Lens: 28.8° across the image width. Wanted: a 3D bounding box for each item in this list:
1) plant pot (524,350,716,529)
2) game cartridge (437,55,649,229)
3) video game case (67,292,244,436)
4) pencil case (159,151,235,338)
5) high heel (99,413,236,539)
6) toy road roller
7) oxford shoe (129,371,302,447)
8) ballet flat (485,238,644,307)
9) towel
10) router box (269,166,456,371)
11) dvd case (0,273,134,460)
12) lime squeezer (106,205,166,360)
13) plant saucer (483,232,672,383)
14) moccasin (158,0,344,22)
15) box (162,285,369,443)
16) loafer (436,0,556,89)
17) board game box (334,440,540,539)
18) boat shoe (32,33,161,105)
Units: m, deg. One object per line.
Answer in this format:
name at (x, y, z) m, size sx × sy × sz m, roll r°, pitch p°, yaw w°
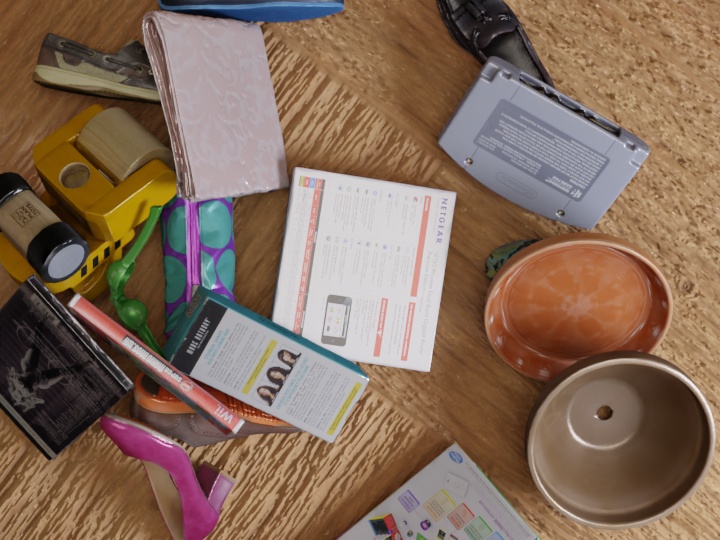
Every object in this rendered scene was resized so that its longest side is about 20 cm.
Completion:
plant pot at (0.271, 0.169, 1.508) m, size 0.201 × 0.093 × 0.201 m, roll -1°, pitch 110°, yaw -3°
game cartridge at (0.192, -0.131, 1.511) m, size 0.200 × 0.040 × 0.133 m, roll 29°, pitch 123°, yaw -6°
video game case at (-0.202, 0.097, 1.384) m, size 0.200 × 0.143 × 0.017 m, roll 37°, pitch 79°, yaw -2°
pencil case at (-0.173, -0.030, 1.487) m, size 0.085 × 0.092 × 0.200 m, roll -4°, pitch 89°, yaw -2°
high heel at (-0.215, 0.220, 1.455) m, size 0.067 × 0.200 × 0.096 m, roll 22°, pitch 76°, yaw 40°
toy road roller at (-0.284, -0.058, 1.453) m, size 0.200 × 0.146 × 0.123 m, roll -41°, pitch 64°, yaw -16°
oxford shoe at (-0.149, 0.153, 1.510) m, size 0.200 × 0.071 × 0.073 m, roll 10°, pitch 126°, yaw -13°
ballet flat at (0.239, 0.002, 1.533) m, size 0.200 × 0.074 × 0.074 m, roll 6°, pitch 89°, yaw -5°
towel at (-0.146, -0.169, 1.449) m, size 0.032 × 0.200 × 0.191 m, roll -10°, pitch 91°, yaw 26°
router box at (0.000, 0.000, 1.522) m, size 0.179 × 0.049 × 0.200 m, roll 9°, pitch 89°, yaw -5°
dvd case at (-0.326, 0.104, 1.439) m, size 0.149 × 0.200 × 0.016 m, roll 48°, pitch 45°, yaw -3°
lime squeezer at (-0.223, 0.027, 1.444) m, size 0.071 × 0.038 × 0.200 m, roll -4°, pitch 110°, yaw 2°
plant saucer at (0.232, 0.040, 1.503) m, size 0.200 × 0.032 × 0.200 m, roll 1°, pitch 128°, yaw 1°
moccasin at (-0.117, -0.307, 1.502) m, size 0.200 × 0.080 × 0.068 m, roll 1°, pitch 85°, yaw -6°
box at (-0.097, 0.098, 1.448) m, size 0.200 × 0.049 × 0.082 m, roll 29°, pitch 95°, yaw -21°
loafer at (0.158, -0.245, 1.531) m, size 0.072 × 0.063 × 0.200 m, roll -36°, pitch 92°, yaw -5°
board game box at (0.072, 0.300, 1.487) m, size 0.200 × 0.040 × 0.153 m, roll -38°, pitch 53°, yaw -4°
boat shoe at (-0.247, -0.214, 1.493) m, size 0.201 × 0.072 × 0.066 m, roll 8°, pitch 94°, yaw 0°
